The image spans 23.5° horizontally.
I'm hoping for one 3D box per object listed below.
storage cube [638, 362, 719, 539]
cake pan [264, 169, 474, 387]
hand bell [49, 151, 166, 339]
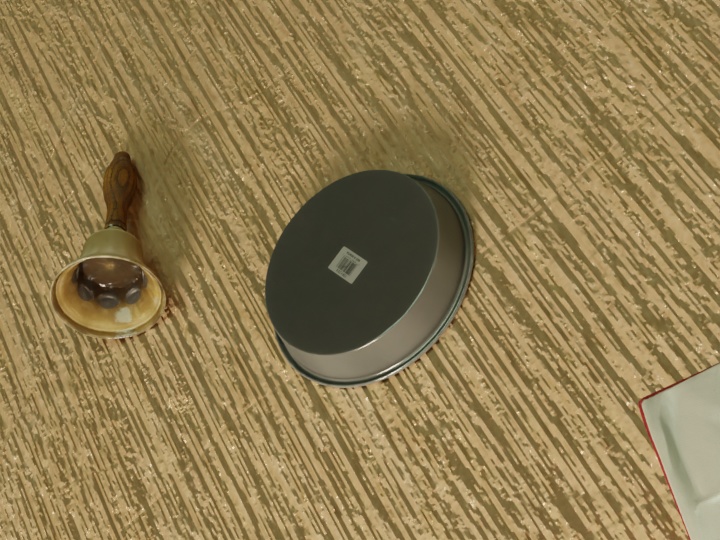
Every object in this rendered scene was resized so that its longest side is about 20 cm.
[{"bbox_3d":[0.299,0.141,1.054,0.171,0.180,0.200,-30,51,19],"label":"storage cube"},{"bbox_3d":[0.000,0.000,1.453,0.200,0.037,0.200,-18,55,27],"label":"cake pan"},{"bbox_3d":[-0.232,-0.042,1.631,0.104,0.104,0.200,-27,39,20],"label":"hand bell"}]
